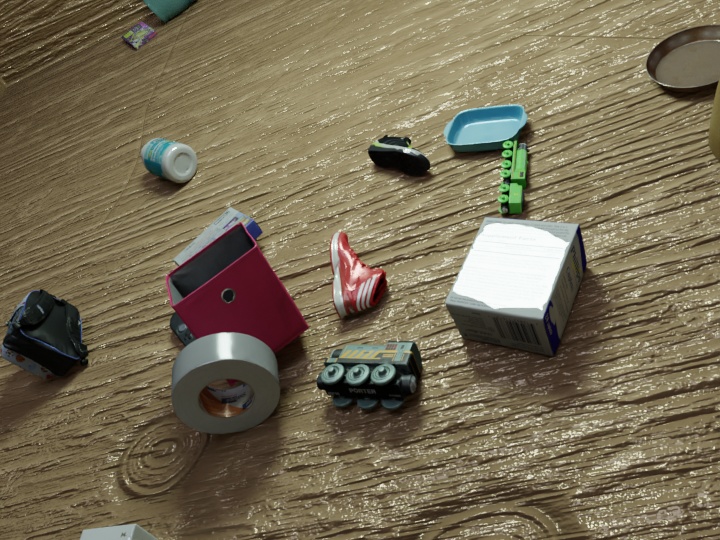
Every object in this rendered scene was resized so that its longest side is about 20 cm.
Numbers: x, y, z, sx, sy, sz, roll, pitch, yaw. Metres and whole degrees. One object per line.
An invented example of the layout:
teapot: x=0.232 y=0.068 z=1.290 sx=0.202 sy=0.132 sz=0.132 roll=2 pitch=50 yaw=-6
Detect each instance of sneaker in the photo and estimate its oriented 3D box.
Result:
sneaker: x=0.097 y=-0.285 z=1.598 sx=0.198 sy=0.072 sz=0.083 roll=24 pitch=64 yaw=44
sneaker: x=0.000 y=0.000 z=1.401 sx=0.112 sy=0.079 sz=0.205 roll=-12 pitch=57 yaw=10

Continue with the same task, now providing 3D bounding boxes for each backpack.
backpack: x=-0.765 y=0.150 z=1.657 sx=0.153 sy=0.200 sz=0.193 roll=-35 pitch=36 yaw=16

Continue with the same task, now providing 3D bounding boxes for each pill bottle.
pill bottle: x=-0.580 y=-0.333 z=2.041 sx=0.197 sy=0.112 sz=0.112 roll=20 pitch=62 yaw=42

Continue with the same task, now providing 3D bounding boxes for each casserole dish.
casserole dish: x=0.283 y=-0.314 z=1.534 sx=0.195 sy=0.039 sz=0.123 roll=1 pitch=51 yaw=32

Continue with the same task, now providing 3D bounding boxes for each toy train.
toy train: x=0.017 y=0.179 z=1.205 sx=0.195 sy=0.087 sz=0.115 roll=-4 pitch=36 yaw=31
toy train: x=0.315 y=-0.194 z=1.400 sx=0.055 sy=0.042 sz=0.204 roll=0 pitch=50 yaw=19

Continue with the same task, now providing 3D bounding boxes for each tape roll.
tape roll: x=-0.245 y=0.208 z=1.245 sx=0.196 sy=0.202 sz=0.067 roll=-25 pitch=40 yaw=7

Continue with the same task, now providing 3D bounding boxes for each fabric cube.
fabric cube: x=-0.247 y=0.061 z=1.351 sx=0.194 sy=0.202 sz=0.200 roll=-34 pitch=24 yaw=-7

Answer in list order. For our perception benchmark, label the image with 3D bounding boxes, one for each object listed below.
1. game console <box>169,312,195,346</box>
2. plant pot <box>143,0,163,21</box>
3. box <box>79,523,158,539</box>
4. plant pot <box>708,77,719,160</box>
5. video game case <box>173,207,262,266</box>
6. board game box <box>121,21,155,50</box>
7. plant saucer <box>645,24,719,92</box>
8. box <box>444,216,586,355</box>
game console: x=-0.328 y=0.091 z=1.539 sx=0.200 sy=0.031 sz=0.176 roll=-45 pitch=42 yaw=-12
plant pot: x=-0.846 y=-1.206 z=2.991 sx=0.188 sy=0.199 sz=0.201 roll=-44 pitch=40 yaw=8
box: x=-0.343 y=0.501 z=1.028 sx=0.104 sy=0.202 sz=0.155 roll=-12 pitch=43 yaw=20
plant pot: x=0.686 y=-0.309 z=1.153 sx=0.182 sy=0.202 sz=0.190 roll=-16 pitch=43 yaw=16
video game case: x=-0.348 y=-0.058 z=1.659 sx=0.200 sy=0.046 sz=0.180 roll=-45 pitch=30 yaw=-12
board game box: x=-0.987 y=-1.046 z=3.040 sx=0.120 sy=0.032 sz=0.200 roll=-44 pitch=43 yaw=-5
plant saucer: x=0.686 y=-0.425 z=1.389 sx=0.195 sy=0.035 sz=0.204 roll=-17 pitch=43 yaw=16
box: x=0.270 y=0.021 z=1.171 sx=0.180 sy=0.106 sz=0.203 roll=8 pitch=56 yaw=37
